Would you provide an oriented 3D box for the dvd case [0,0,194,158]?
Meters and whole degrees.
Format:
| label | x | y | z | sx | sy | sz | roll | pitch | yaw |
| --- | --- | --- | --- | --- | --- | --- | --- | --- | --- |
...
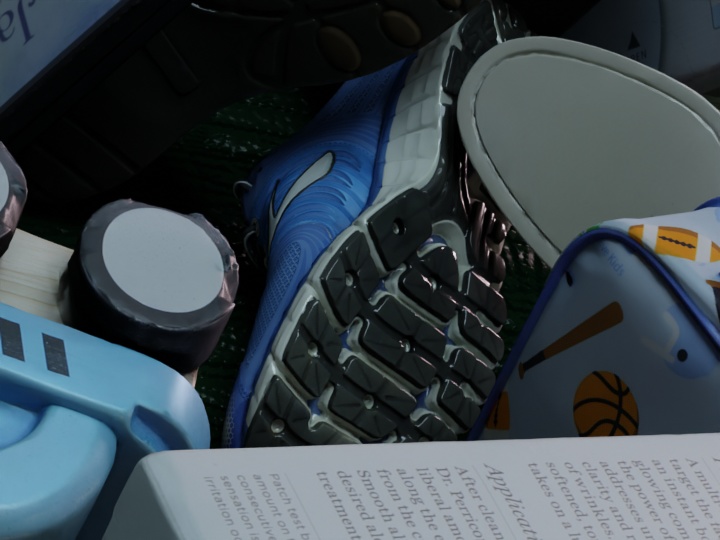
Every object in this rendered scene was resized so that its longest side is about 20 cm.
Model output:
| label | x | y | z | sx | sy | sz | roll | pitch | yaw |
| --- | --- | --- | --- | --- | --- | --- | --- | --- | --- |
| dvd case | -0.123 | -0.116 | 0.919 | 0.018 | 0.143 | 0.200 | 33 | 27 | -43 |

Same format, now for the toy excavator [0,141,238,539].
| label | x | y | z | sx | sy | sz | roll | pitch | yaw |
| --- | --- | --- | --- | --- | --- | --- | --- | --- | --- |
| toy excavator | -0.139 | 0.059 | 0.744 | 0.194 | 0.100 | 0.201 | 20 | 46 | -11 |

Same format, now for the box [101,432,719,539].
| label | x | y | z | sx | sy | sz | roll | pitch | yaw |
| --- | --- | --- | --- | --- | --- | --- | --- | --- | --- |
| box | 0.022 | 0.129 | 0.711 | 0.199 | 0.153 | 0.107 | 1 | 44 | -35 |

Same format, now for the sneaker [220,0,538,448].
| label | x | y | z | sx | sy | sz | roll | pitch | yaw |
| --- | --- | --- | --- | --- | --- | --- | --- | --- | --- |
| sneaker | 0.000 | 0.000 | 0.925 | 0.079 | 0.089 | 0.200 | 48 | 47 | -25 |

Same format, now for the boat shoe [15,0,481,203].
| label | x | y | z | sx | sy | sz | roll | pitch | yaw |
| --- | --- | --- | --- | --- | --- | --- | --- | --- | --- |
| boat shoe | -0.042 | -0.095 | 0.919 | 0.076 | 0.199 | 0.074 | 60 | 15 | -29 |

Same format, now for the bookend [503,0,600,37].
| label | x | y | z | sx | sy | sz | roll | pitch | yaw |
| --- | --- | --- | --- | --- | --- | --- | --- | --- | --- |
| bookend | 0.026 | -0.150 | 1.046 | 0.092 | 0.199 | 0.201 | 8 | 62 | -28 |

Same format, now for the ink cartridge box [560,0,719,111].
| label | x | y | z | sx | sy | sz | roll | pitch | yaw |
| --- | --- | --- | --- | --- | --- | --- | --- | --- | --- |
| ink cartridge box | 0.107 | -0.153 | 1.036 | 0.047 | 0.160 | 0.201 | 3 | 74 | -37 |

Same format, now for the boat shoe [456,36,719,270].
| label | x | y | z | sx | sy | sz | roll | pitch | yaw |
| --- | --- | --- | --- | --- | --- | --- | --- | --- | --- |
| boat shoe | 0.117 | -0.004 | 0.910 | 0.200 | 0.073 | 0.063 | 32 | 0 | 5 |

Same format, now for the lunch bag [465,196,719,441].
| label | x | y | z | sx | sy | sz | roll | pitch | yaw |
| --- | --- | --- | --- | --- | --- | --- | --- | --- | --- |
| lunch bag | 0.116 | 0.085 | 0.813 | 0.075 | 0.161 | 0.200 | -9 | 50 | -38 |
